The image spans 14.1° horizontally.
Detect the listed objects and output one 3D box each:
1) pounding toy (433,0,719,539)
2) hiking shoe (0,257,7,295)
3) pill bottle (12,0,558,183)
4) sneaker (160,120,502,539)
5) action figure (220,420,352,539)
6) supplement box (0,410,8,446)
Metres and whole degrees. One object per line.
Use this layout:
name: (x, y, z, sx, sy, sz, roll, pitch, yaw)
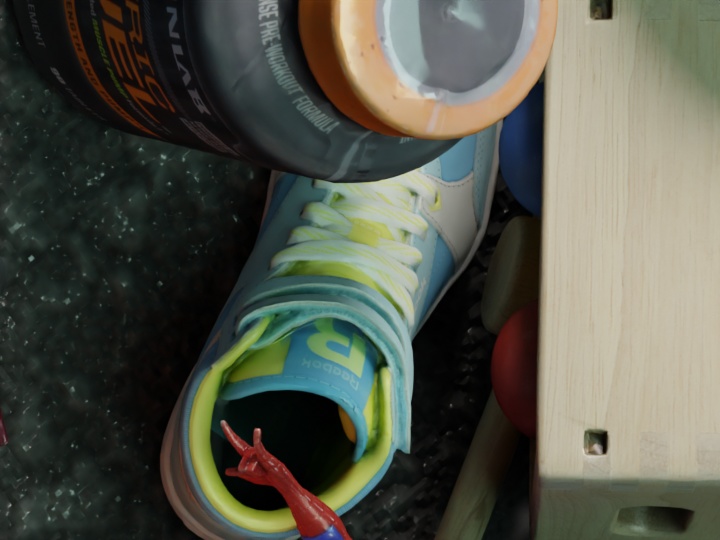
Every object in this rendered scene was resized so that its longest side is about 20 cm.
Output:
pounding toy: (0.086, 0.022, 0.952, 0.142, 0.200, 0.185, 1, 77, 2)
hiking shoe: (-0.152, -0.069, 0.817, 0.087, 0.074, 0.200, -34, 72, -22)
pill bottle: (-0.021, -0.083, 0.863, 0.106, 0.200, 0.106, -4, 100, -28)
sneaker: (0.000, 0.000, 0.921, 0.079, 0.131, 0.200, 21, 87, -5)
action figure: (0.014, 0.104, 0.824, 0.099, 0.200, 0.065, 48, 62, -36)
supplement box: (-0.214, 0.025, 0.857, 0.200, 0.061, 0.109, -17, 105, -26)
